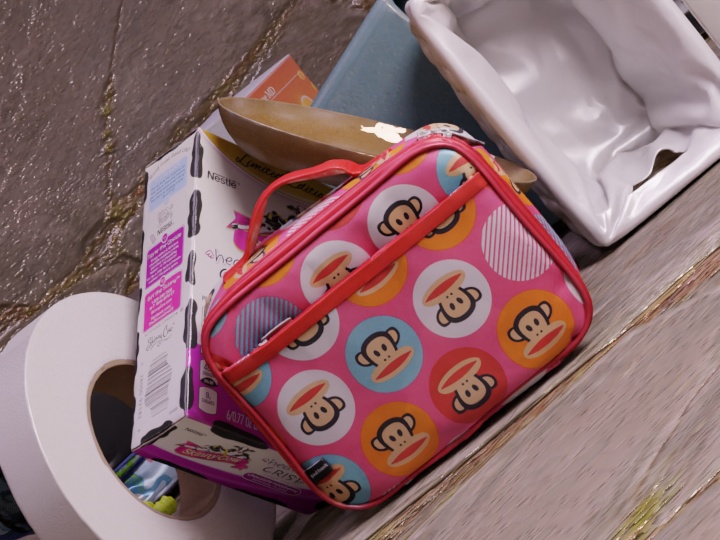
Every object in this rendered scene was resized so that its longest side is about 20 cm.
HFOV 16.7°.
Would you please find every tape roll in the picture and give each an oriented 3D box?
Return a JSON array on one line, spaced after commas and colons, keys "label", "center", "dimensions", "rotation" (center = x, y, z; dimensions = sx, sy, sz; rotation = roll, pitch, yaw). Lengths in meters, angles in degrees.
[{"label": "tape roll", "center": [-0.132, 0.108, 1.451], "dimensions": [0.037, 0.203, 0.203], "rotation": [-34, 9, 30]}]

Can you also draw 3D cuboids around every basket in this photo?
[{"label": "basket", "center": [0.134, -0.127, 1.568], "dimensions": [0.135, 0.200, 0.123], "rotation": [-39, 1, -4]}]

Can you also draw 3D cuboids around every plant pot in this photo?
[{"label": "plant pot", "center": [0.007, -0.068, 1.484], "dimensions": [0.200, 0.199, 0.028], "rotation": [-91, 16, -81]}, {"label": "plant pot", "center": [0.045, -0.077, 1.762], "dimensions": [0.200, 0.196, 0.196], "rotation": [-51, 4, 18]}]

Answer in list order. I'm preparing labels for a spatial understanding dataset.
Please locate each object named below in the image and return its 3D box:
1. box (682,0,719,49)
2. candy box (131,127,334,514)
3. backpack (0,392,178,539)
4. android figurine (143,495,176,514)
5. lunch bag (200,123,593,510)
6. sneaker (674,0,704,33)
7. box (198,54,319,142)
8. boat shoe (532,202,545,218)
[{"label": "box", "center": [0.291, -0.222, 1.592], "dimensions": [0.109, 0.128, 0.200], "rotation": [-34, 9, 38]}, {"label": "candy box", "center": [-0.064, 0.030, 1.477], "dimensions": [0.061, 0.136, 0.201], "rotation": [-33, 46, 41]}, {"label": "backpack", "center": [-0.223, 0.138, 1.913], "dimensions": [0.183, 0.147, 0.200], "rotation": [-45, 13, -33]}, {"label": "android figurine", "center": [-0.203, 0.230, 1.698], "dimensions": [0.200, 0.041, 0.182], "rotation": [-45, 8, -21]}, {"label": "lunch bag", "center": [0.012, 0.015, 1.369], "dimensions": [0.200, 0.176, 0.082], "rotation": [-39, 10, 7]}, {"label": "sneaker", "center": [0.313, -0.266, 1.955], "dimensions": [0.200, 0.078, 0.090], "rotation": [-35, 1, 17]}, {"label": "box", "center": [-0.049, -0.053, 1.983], "dimensions": [0.097, 0.200, 0.124], "rotation": [-35, 9, 30]}, {"label": "boat shoe", "center": [0.063, 0.007, 1.628], "dimensions": [0.200, 0.062, 0.073], "rotation": [120, 173, -50]}]
